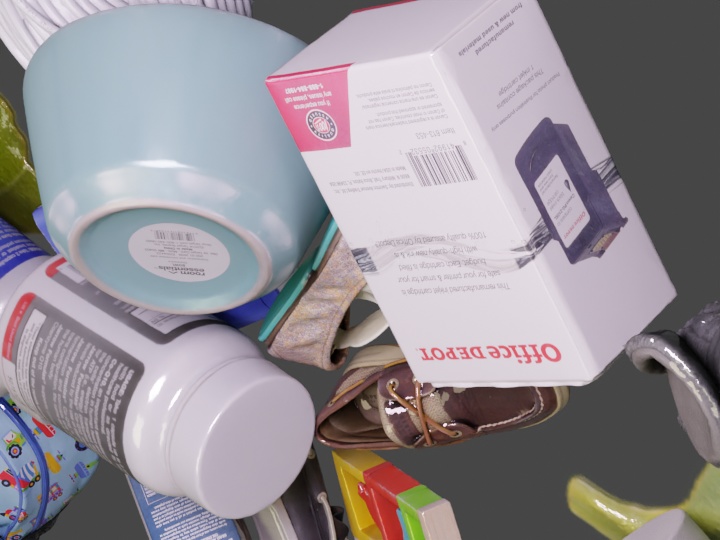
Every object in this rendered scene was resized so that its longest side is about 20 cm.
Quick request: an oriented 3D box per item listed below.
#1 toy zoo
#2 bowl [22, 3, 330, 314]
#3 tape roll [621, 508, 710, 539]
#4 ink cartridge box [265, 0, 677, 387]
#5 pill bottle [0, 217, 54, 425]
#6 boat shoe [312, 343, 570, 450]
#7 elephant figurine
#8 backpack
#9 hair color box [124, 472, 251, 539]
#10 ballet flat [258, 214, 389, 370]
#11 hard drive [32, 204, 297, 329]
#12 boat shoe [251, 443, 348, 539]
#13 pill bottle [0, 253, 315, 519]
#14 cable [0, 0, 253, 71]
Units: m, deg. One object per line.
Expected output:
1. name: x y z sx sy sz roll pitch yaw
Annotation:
1. toy zoo: 0.030 0.184 1.649 0.200 0.020 0.132 -154 46 -68
2. bowl: -0.101 -0.049 1.472 0.200 0.105 0.201 6 147 4
3. tape roll: 0.119 0.214 1.476 0.037 0.203 0.203 49 147 1
4. ink cartridge box: 0.059 -0.042 1.395 0.144 0.084 0.201 -4 119 51
5. pill bottle: -0.268 0.019 1.813 0.200 0.112 0.112 36 145 20
6. boat shoe: 0.042 0.080 1.549 0.200 0.072 0.072 -6 119 52
7. elephant figurine: 0.201 0.053 1.302 0.200 0.141 0.156 35 118 48
8. backpack: -0.292 0.129 1.935 0.183 0.135 0.200 48 144 0
9. hair color box: -0.099 0.198 1.745 0.100 0.060 0.201 69 179 -69
10. ballet flat: 0.000 0.000 1.537 0.067 0.068 0.200 28 148 -4
11. hard drive: -0.127 -0.013 1.696 0.132 0.025 0.200 55 146 -9
12. boat shoe: -0.038 0.170 1.727 0.074 0.060 0.201 0 116 64
13. pill bottle: -0.129 0.072 1.636 0.200 0.114 0.114 29 143 40
14. cable: -0.151 -0.176 1.522 0.200 0.069 0.200 0 125 50
